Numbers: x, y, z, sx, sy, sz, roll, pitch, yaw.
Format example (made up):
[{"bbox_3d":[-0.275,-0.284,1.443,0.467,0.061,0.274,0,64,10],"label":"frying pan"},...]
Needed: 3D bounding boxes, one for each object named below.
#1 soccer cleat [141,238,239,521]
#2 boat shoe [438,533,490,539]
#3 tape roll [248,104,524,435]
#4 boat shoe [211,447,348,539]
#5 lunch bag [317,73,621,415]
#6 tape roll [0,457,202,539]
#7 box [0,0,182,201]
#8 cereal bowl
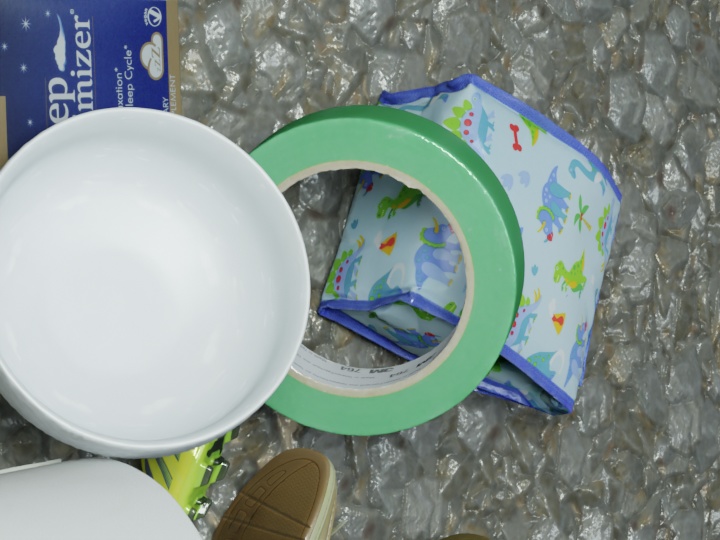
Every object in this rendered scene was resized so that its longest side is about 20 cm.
[{"bbox_3d":[-0.115,0.067,1.487,0.065,0.083,0.201,-48,148,-74],"label":"soccer cleat"},{"bbox_3d":[0.032,0.264,1.633,0.201,0.073,0.063,-54,133,-28],"label":"boat shoe"},{"bbox_3d":[0.000,0.000,1.505,0.048,0.200,0.201,-54,134,-72],"label":"tape roll"},{"bbox_3d":[-0.061,0.210,1.538,0.063,0.073,0.201,33,78,-48],"label":"boat shoe"},{"bbox_3d":[0.089,-0.013,1.647,0.200,0.127,0.171,26,71,-33],"label":"lunch bag"},{"bbox_3d":[-0.184,0.209,1.308,0.139,0.202,0.204,-9,97,-46],"label":"tape roll"},{"bbox_3d":[-0.186,-0.100,1.426,0.200,0.032,0.122,-5,94,-45],"label":"box"},{"bbox_3d":[-0.134,0.013,1.382,0.199,0.083,0.201,7,71,-21],"label":"cereal bowl"}]
